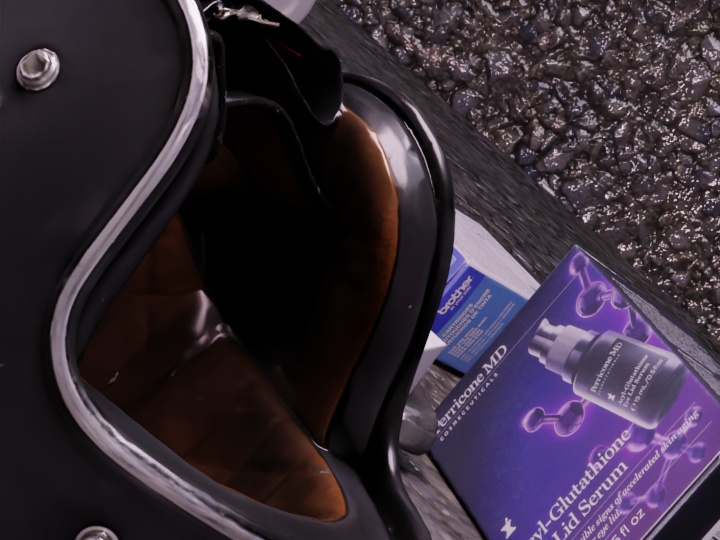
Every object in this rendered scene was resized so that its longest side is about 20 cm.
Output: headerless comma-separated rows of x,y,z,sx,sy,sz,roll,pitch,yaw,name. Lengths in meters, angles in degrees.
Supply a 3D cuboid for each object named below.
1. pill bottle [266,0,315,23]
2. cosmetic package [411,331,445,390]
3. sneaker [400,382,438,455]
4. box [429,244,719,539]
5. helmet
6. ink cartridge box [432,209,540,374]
-0.128,-0.325,2.111,0.112,0.112,0.200,32,13,-42,pill bottle
-0.058,0.010,1.006,0.151,0.052,0.200,41,17,16,cosmetic package
0.000,0.000,1.142,0.200,0.116,0.075,47,12,34,sneaker
0.142,0.107,1.132,0.104,0.148,0.200,33,11,-35,box
-0.073,0.024,0.533,0.198,0.193,0.200,9,-7,1,helmet
0.048,0.000,1.452,0.137,0.076,0.200,47,10,37,ink cartridge box
